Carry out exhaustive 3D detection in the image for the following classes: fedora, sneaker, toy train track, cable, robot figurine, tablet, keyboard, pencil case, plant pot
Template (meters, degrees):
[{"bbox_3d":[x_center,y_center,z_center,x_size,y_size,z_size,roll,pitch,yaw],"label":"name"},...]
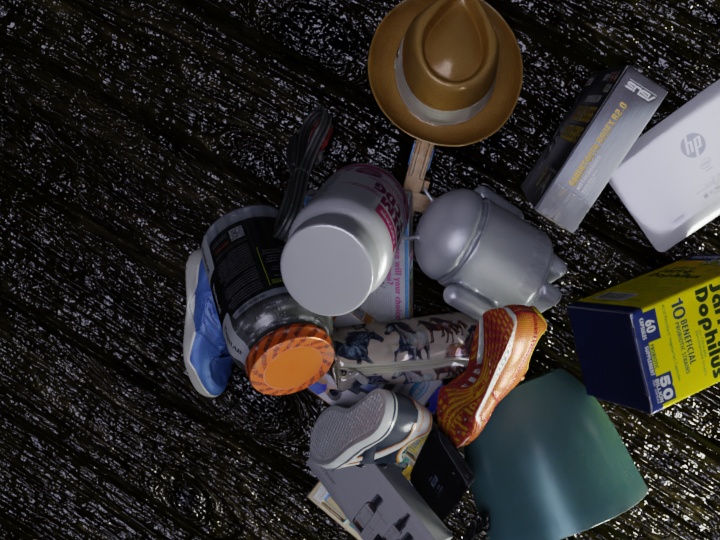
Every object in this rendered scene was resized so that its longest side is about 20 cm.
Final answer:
[{"bbox_3d":[0.102,-0.244,0.816,0.197,0.082,0.204,1,75,-4],"label":"fedora"},{"bbox_3d":[0.009,0.198,0.870,0.078,0.199,0.080,19,61,-24],"label":"sneaker"},{"bbox_3d":[0.073,-0.132,0.901,0.113,0.033,0.203,16,110,1],"label":"toy train track"},{"bbox_3d":[0.143,0.124,0.792,0.073,0.076,0.202,60,137,40],"label":"sneaker"},{"bbox_3d":[-0.059,-0.117,0.854,0.050,0.202,0.097,27,128,-26],"label":"cable"},{"bbox_3d":[0.146,-0.021,0.856,0.198,0.171,0.113,28,146,-12],"label":"robot figurine"},{"bbox_3d":[0.400,-0.129,0.849,0.199,0.014,0.131,-37,91,15],"label":"tablet"},{"bbox_3d":[0.108,0.270,0.866,0.020,0.201,0.128,-24,64,-18],"label":"keyboard"},{"bbox_3d":[-0.172,0.074,0.968,0.109,0.076,0.204,2,95,25],"label":"sneaker"},{"bbox_3d":[0.057,0.097,0.851,0.196,0.090,0.079,-5,121,-4],"label":"pencil case"},{"bbox_3d":[0.212,0.213,0.864,0.198,0.200,0.163,-24,78,15],"label":"plant pot"}]

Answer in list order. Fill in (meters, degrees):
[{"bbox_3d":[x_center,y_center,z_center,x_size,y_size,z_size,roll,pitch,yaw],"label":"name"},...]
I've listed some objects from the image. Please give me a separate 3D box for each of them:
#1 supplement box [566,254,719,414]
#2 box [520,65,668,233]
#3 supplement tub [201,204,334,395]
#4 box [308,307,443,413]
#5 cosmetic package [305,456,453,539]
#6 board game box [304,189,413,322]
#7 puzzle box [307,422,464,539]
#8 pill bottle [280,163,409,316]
[{"bbox_3d":[0.348,0.062,0.800,0.197,0.109,0.111,-19,98,-19],"label":"supplement box"},{"bbox_3d":[0.241,-0.135,0.785,0.048,0.200,0.160,31,106,0],"label":"box"},{"bbox_3d":[-0.105,0.032,0.827,0.122,0.122,0.201,-39,49,16],"label":"supplement tub"},{"bbox_3d":[0.011,0.134,0.928,0.199,0.042,0.120,37,106,-2],"label":"box"},{"bbox_3d":[0.020,0.289,0.922,0.200,0.050,0.083,46,105,30],"label":"cosmetic package"},{"bbox_3d":[0.000,0.000,0.924,0.132,0.034,0.203,3,112,11],"label":"board game box"},{"bbox_3d":[0.034,0.279,0.993,0.132,0.025,0.201,37,105,2],"label":"puzzle box"},{"bbox_3d":[-0.014,-0.037,0.782,0.111,0.200,0.115,4,114,10],"label":"pill bottle"}]
